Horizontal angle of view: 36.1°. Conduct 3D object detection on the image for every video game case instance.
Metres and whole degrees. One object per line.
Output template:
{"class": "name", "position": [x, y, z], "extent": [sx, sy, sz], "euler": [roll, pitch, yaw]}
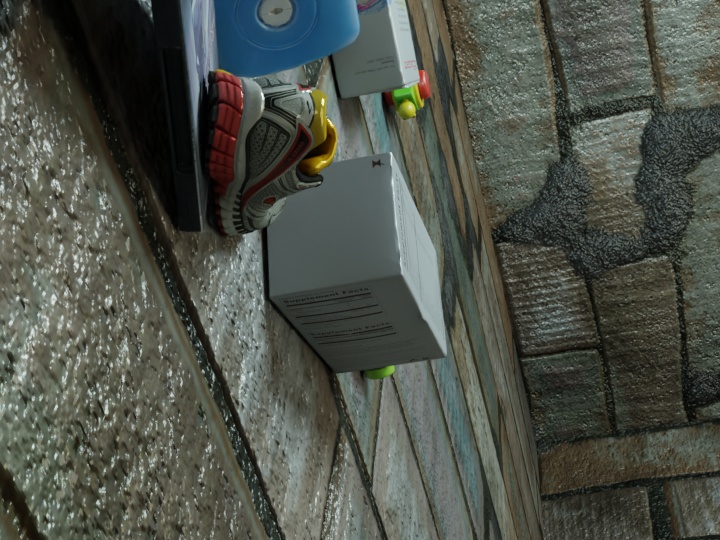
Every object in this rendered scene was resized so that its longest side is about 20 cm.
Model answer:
{"class": "video game case", "position": [-0.101, -0.142, 0.654], "extent": [0.201, 0.019, 0.144], "euler": [93, -3, -51]}

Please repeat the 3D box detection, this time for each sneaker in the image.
{"class": "sneaker", "position": [-0.057, -0.069, 0.735], "extent": [0.200, 0.081, 0.078], "euler": [112, -20, -79]}

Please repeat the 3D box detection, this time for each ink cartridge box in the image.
{"class": "ink cartridge box", "position": [0.007, -0.310, 1.310], "extent": [0.145, 0.084, 0.201], "euler": [-50, 128, -75]}

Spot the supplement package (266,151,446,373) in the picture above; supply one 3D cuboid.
{"class": "supplement package", "position": [0.000, 0.000, 0.947], "extent": [0.200, 0.109, 0.115], "euler": [58, 25, -63]}

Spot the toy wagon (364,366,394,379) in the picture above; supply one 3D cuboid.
{"class": "toy wagon", "position": [0.014, 0.016, 1.184], "extent": [0.200, 0.039, 0.156], "euler": [-69, 147, -69]}

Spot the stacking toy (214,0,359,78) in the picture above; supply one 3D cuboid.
{"class": "stacking toy", "position": [-0.077, -0.251, 0.850], "extent": [0.110, 0.115, 0.201], "euler": [73, 2, -45]}

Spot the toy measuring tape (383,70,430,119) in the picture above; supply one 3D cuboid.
{"class": "toy measuring tape", "position": [0.067, -0.298, 1.643], "extent": [0.074, 0.073, 0.201], "euler": [64, 20, -54]}
